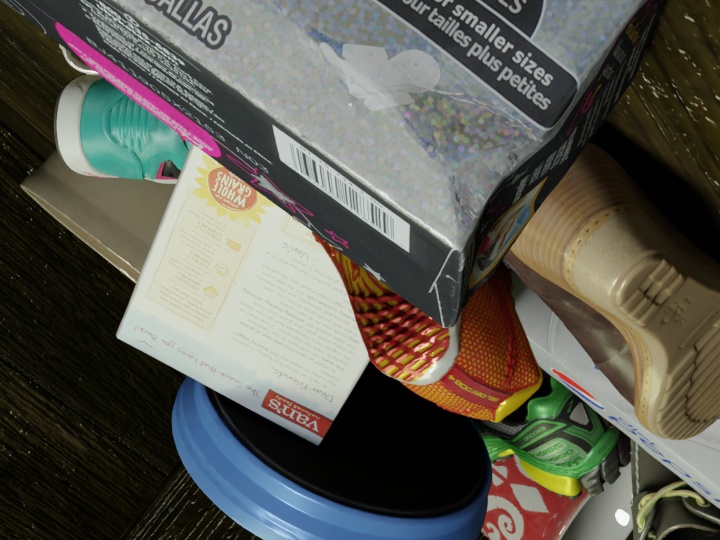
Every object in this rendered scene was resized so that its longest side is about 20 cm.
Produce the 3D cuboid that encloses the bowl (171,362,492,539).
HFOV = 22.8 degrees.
[{"bbox_3d":[-0.013,0.101,1.064,0.199,0.040,0.201,19,-154,-10],"label":"bowl"}]

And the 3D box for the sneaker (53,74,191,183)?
[{"bbox_3d":[-0.076,-0.088,1.047,0.120,0.085,0.200,4,-171,24],"label":"sneaker"}]

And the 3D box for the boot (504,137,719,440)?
[{"bbox_3d":[0.090,-0.020,0.765,0.166,0.072,0.200,48,-179,34],"label":"boot"}]

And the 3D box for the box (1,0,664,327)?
[{"bbox_3d":[-0.019,-0.095,0.529,0.199,0.115,0.132,36,172,8],"label":"box"}]

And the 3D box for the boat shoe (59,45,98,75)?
[{"bbox_3d":[-0.150,-0.147,1.050,0.071,0.070,0.200,38,173,-5],"label":"boat shoe"}]

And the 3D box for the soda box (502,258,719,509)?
[{"bbox_3d":[0.150,0.054,0.852,0.199,0.064,0.068,38,175,0],"label":"soda box"}]

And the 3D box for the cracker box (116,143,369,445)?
[{"bbox_3d":[-0.041,-0.008,0.957,0.133,0.058,0.201,28,136,-1],"label":"cracker box"}]

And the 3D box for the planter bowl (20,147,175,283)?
[{"bbox_3d":[-0.132,-0.052,1.322,0.200,0.135,0.200,36,173,5],"label":"planter bowl"}]

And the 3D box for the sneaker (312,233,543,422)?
[{"bbox_3d":[0.028,-0.006,0.808,0.077,0.073,0.201,32,-151,-33],"label":"sneaker"}]

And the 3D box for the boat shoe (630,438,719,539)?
[{"bbox_3d":[0.174,0.142,0.910,0.060,0.072,0.203,39,-146,-46],"label":"boat shoe"}]

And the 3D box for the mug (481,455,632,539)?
[{"bbox_3d":[0.115,0.144,1.380,0.200,0.134,0.178,38,172,28],"label":"mug"}]

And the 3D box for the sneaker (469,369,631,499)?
[{"bbox_3d":[0.090,0.076,1.148,0.199,0.078,0.085,12,143,54],"label":"sneaker"}]
